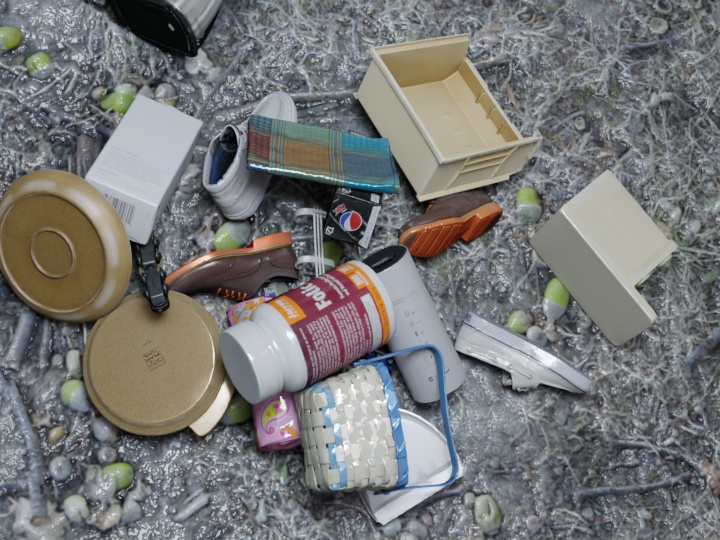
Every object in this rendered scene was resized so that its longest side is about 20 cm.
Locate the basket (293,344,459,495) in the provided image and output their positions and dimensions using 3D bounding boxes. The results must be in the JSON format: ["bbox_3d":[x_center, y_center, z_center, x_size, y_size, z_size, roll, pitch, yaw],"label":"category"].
[{"bbox_3d":[0.023,0.189,1.473,0.197,0.139,0.179,-6,84,-20],"label":"basket"}]

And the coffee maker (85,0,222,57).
[{"bbox_3d":[-0.255,-0.428,1.657,0.191,0.135,0.201,33,68,0],"label":"coffee maker"}]

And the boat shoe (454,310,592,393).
[{"bbox_3d":[0.220,0.130,1.629,0.198,0.071,0.070,27,96,-7],"label":"boat shoe"}]

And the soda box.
[{"bbox_3d":[-0.005,-0.111,1.588,0.062,0.071,0.201,16,30,-4],"label":"soda box"}]

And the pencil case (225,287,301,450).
[{"bbox_3d":[-0.114,0.131,1.538,0.086,0.088,0.203,-10,74,-15],"label":"pencil case"}]

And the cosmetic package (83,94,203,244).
[{"bbox_3d":[-0.285,-0.135,1.548,0.101,0.074,0.201,23,39,-4],"label":"cosmetic package"}]

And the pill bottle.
[{"bbox_3d":[-0.065,0.076,1.448,0.198,0.114,0.115,-26,80,-27],"label":"pill bottle"}]

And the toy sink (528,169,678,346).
[{"bbox_3d":[0.356,-0.017,1.666,0.112,0.130,0.201,-36,82,-21],"label":"toy sink"}]

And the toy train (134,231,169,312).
[{"bbox_3d":[-0.270,-0.016,1.524,0.034,0.046,0.201,-15,41,-8],"label":"toy train"}]

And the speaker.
[{"bbox_3d":[0.064,0.070,1.552,0.081,0.081,0.202,-35,111,-20],"label":"speaker"}]

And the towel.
[{"bbox_3d":[-0.049,-0.152,1.541,0.197,0.022,0.147,10,30,-10],"label":"towel"}]

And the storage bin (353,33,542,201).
[{"bbox_3d":[0.124,-0.217,1.655,0.197,0.094,0.201,-15,63,-33],"label":"storage bin"}]

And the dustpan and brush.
[{"bbox_3d":[0.030,0.212,1.566,0.138,0.057,0.202,-30,87,-7],"label":"dustpan and brush"}]

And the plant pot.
[{"bbox_3d":[-0.379,-0.025,1.483,0.200,0.201,0.027,41,27,3],"label":"plant pot"}]

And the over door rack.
[{"bbox_3d":[0.000,0.000,1.621,0.197,0.066,0.150,5,71,-26],"label":"over door rack"}]

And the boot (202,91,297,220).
[{"bbox_3d":[-0.150,-0.175,1.610,0.073,0.096,0.202,9,68,24],"label":"boot"}]

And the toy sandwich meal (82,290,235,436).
[{"bbox_3d":[-0.254,0.121,1.522,0.202,0.070,0.208,0,76,-1],"label":"toy sandwich meal"}]

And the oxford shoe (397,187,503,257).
[{"bbox_3d":[0.111,-0.073,1.642,0.199,0.072,0.073,-17,62,-46],"label":"oxford shoe"}]

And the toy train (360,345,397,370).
[{"bbox_3d":[-0.025,0.094,1.557,0.198,0.034,0.046,23,64,-31],"label":"toy train"}]

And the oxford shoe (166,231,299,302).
[{"bbox_3d":[-0.173,0.010,1.571,0.198,0.071,0.073,-19,85,-16],"label":"oxford shoe"}]
